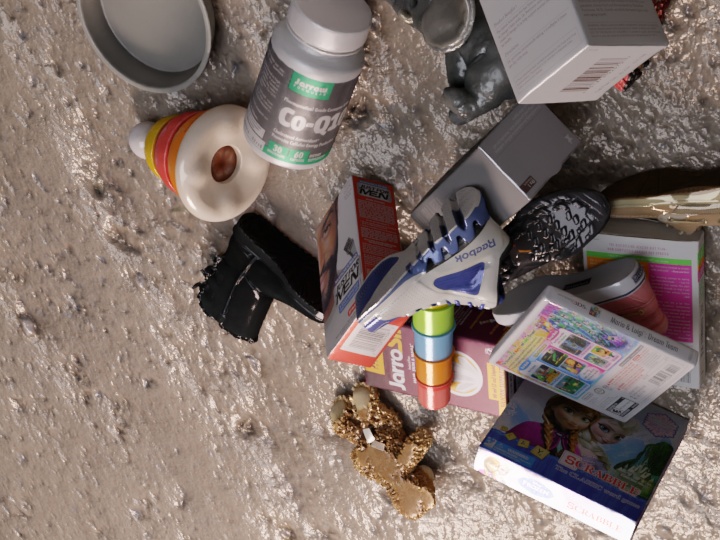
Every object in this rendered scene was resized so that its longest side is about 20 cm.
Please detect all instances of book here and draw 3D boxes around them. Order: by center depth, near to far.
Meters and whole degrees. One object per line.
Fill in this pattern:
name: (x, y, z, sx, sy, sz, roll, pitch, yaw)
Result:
book: (0.326, 0.038, 1.735, 0.132, 0.048, 0.202, 10, 126, 26)

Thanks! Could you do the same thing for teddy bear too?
teddy bear: (0.038, 0.238, 2.045, 0.200, 0.067, 0.145, 40, 123, 11)

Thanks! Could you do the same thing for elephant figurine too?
elephant figurine: (0.108, -0.268, 1.618, 0.154, 0.142, 0.201, -26, 93, 4)

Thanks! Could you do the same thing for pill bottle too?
pill bottle: (-0.060, -0.225, 1.755, 0.113, 0.113, 0.201, 32, 132, 10)

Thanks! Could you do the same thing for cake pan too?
cake pan: (-0.260, -0.318, 1.870, 0.199, 0.037, 0.202, 16, 127, 23)

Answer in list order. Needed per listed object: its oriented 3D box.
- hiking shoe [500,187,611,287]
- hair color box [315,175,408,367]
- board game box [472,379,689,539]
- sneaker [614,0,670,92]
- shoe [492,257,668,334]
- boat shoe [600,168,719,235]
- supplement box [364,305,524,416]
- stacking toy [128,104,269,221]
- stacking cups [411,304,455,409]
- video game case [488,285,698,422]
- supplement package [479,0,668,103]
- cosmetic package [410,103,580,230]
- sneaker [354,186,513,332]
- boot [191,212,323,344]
hiking shoe: (0.205, -0.048, 1.694, 0.199, 0.101, 0.076, -30, 96, 41)
hair color box: (0.000, 0.000, 1.812, 0.063, 0.201, 0.111, 14, 136, -21)
board game box: (0.261, 0.204, 1.781, 0.199, 0.200, 0.041, 24, 129, 16)
sneaker: (0.269, -0.279, 1.538, 0.082, 0.078, 0.201, 30, 130, 17)
shoe: (0.248, 0.053, 1.717, 0.199, 0.072, 0.091, -16, 117, 38)
boat shoe: (0.350, -0.068, 1.630, 0.198, 0.071, 0.065, -2, 118, 32)
supplement box: (0.106, 0.097, 1.883, 0.198, 0.086, 0.111, 11, 125, 26)
stacking toy: (-0.223, -0.154, 1.922, 0.199, 0.146, 0.147, 22, 132, 43)
stacking cups: (0.082, 0.077, 1.788, 0.060, 0.061, 0.201, 18, 131, 21)
video game case: (0.256, 0.097, 1.700, 0.181, 0.024, 0.200, 24, 153, -3)
supplement package: (0.195, -0.280, 1.493, 0.117, 0.116, 0.202, -37, 67, 50)
cosmetic package: (0.146, -0.101, 1.678, 0.090, 0.107, 0.200, 43, 150, 1)
sneaker: (0.093, 0.014, 1.648, 0.115, 0.081, 0.199, 40, 113, -20)
boot: (-0.124, 0.035, 1.997, 0.198, 0.073, 0.163, 42, 131, 11)
